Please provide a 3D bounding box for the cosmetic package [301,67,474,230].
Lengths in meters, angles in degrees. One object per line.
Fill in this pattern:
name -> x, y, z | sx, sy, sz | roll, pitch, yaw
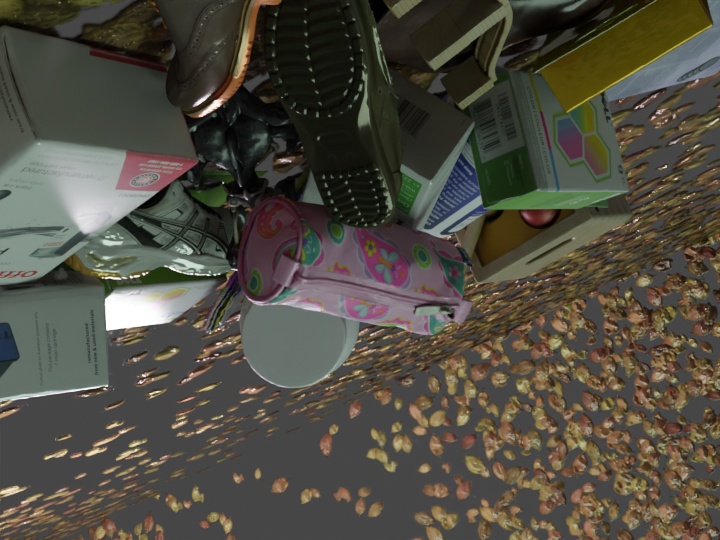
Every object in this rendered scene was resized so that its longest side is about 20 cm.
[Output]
cosmetic package -> 0.014, -0.076, 0.893 | 0.085, 0.107, 0.200 | -54, 172, -31

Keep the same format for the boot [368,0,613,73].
boot -> 0.092, -0.200, 0.719 | 0.166, 0.073, 0.200 | -12, 167, -44

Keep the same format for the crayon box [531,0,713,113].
crayon box -> 0.208, -0.193, 0.798 | 0.127, 0.051, 0.200 | -29, -167, 26

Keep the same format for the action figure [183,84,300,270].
action figure -> -0.091, -0.092, 0.789 | 0.118, 0.102, 0.200 | -9, 136, 0

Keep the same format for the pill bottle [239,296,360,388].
pill bottle -> -0.056, 0.043, 0.987 | 0.115, 0.116, 0.200 | -24, -173, 5

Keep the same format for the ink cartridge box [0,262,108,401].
ink cartridge box -> -0.316, 0.050, 0.815 | 0.199, 0.088, 0.145 | -5, -169, -23

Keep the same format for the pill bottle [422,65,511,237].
pill bottle -> 0.088, -0.102, 0.995 | 0.115, 0.116, 0.200 | -9, 160, -46

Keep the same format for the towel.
towel -> -0.093, -0.028, 1.014 | 0.200, 0.023, 0.144 | -50, -174, 48

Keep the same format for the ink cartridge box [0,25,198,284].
ink cartridge box -> -0.234, -0.066, 0.684 | 0.200, 0.085, 0.145 | -28, 165, 30

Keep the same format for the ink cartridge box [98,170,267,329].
ink cartridge box -> -0.189, -0.018, 0.954 | 0.200, 0.076, 0.148 | -31, 164, 36

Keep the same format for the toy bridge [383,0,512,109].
toy bridge -> 0.066, -0.165, 0.667 | 0.067, 0.027, 0.200 | -36, 162, 9

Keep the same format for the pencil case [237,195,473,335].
pencil case -> 0.000, 0.000, 0.796 | 0.199, 0.088, 0.087 | 14, 144, -41

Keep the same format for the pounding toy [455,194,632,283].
pounding toy -> 0.159, -0.068, 1.093 | 0.200, 0.185, 0.142 | -32, 163, 35

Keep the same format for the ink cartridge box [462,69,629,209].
ink cartridge box -> 0.180, -0.111, 0.890 | 0.199, 0.104, 0.059 | -4, 169, -45

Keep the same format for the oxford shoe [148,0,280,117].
oxford shoe -> -0.096, -0.164, 0.604 | 0.073, 0.072, 0.200 | 6, 150, -23

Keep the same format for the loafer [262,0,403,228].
loafer -> -0.014, -0.126, 0.703 | 0.076, 0.201, 0.068 | 0, -145, 17

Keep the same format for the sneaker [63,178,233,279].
sneaker -> -0.156, -0.046, 0.837 | 0.200, 0.075, 0.088 | -9, 120, -56

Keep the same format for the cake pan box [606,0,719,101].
cake pan box -> 0.331, -0.245, 0.986 | 0.184, 0.052, 0.200 | -19, 166, -23
